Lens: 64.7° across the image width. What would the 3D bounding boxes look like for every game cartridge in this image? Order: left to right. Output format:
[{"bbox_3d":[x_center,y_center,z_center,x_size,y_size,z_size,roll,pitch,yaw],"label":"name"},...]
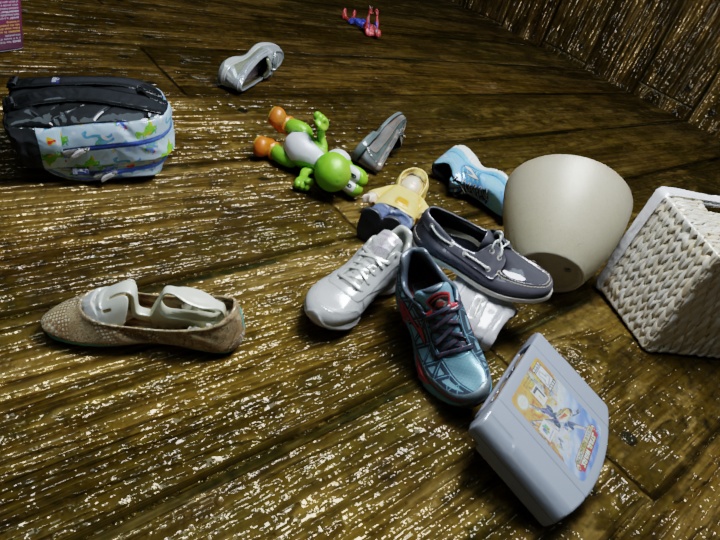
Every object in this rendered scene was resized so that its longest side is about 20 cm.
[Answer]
[{"bbox_3d":[0.200,0.162,0.606,0.133,0.042,0.199,45,39,9],"label":"game cartridge"}]

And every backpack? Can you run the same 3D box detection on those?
[{"bbox_3d":[-0.359,-0.200,0.786,0.197,0.156,0.164,-20,44,-14],"label":"backpack"}]

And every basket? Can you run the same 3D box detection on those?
[{"bbox_3d":[0.511,0.007,0.863,0.194,0.202,0.162,7,38,-17],"label":"basket"}]

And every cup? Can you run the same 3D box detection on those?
[{"bbox_3d":[0.304,-0.055,0.878,0.197,0.201,0.145,22,61,4],"label":"cup"}]

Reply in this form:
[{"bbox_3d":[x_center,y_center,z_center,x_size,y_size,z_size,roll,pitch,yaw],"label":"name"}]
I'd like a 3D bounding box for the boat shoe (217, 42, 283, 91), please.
[{"bbox_3d":[-0.223,-0.433,1.222,0.064,0.075,0.202,32,40,9],"label":"boat shoe"}]

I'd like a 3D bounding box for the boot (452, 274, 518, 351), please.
[{"bbox_3d":[0.174,0.034,0.785,0.095,0.074,0.200,34,45,11],"label":"boot"}]

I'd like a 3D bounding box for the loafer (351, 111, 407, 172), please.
[{"bbox_3d":[0.049,-0.247,1.114,0.063,0.072,0.200,42,43,-1],"label":"loafer"}]

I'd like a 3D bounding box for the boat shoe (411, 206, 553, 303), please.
[{"bbox_3d":[0.160,-0.022,0.735,0.197,0.063,0.073,25,44,11],"label":"boat shoe"}]

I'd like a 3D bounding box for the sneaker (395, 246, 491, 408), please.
[{"bbox_3d":[0.084,0.059,0.645,0.078,0.096,0.202,-22,55,-6],"label":"sneaker"}]

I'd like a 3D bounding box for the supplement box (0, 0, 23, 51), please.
[{"bbox_3d":[-0.668,-0.497,0.971,0.129,0.202,0.103,28,35,14],"label":"supplement box"}]

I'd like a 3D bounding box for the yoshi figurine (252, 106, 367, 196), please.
[{"bbox_3d":[-0.081,-0.189,0.932,0.198,0.113,0.112,31,51,12],"label":"yoshi figurine"}]

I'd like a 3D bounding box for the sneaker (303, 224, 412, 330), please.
[{"bbox_3d":[0.000,0.000,0.707,0.074,0.101,0.199,33,38,17],"label":"sneaker"}]

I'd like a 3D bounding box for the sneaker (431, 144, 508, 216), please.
[{"bbox_3d":[0.208,-0.156,1.068,0.089,0.079,0.200,-25,48,-22],"label":"sneaker"}]

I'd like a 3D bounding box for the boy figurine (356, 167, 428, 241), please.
[{"bbox_3d":[0.068,-0.103,0.916,0.123,0.065,0.200,25,38,12],"label":"boy figurine"}]

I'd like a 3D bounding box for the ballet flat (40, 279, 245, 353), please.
[{"bbox_3d":[-0.214,0.040,0.576,0.196,0.066,0.071,5,37,-20],"label":"ballet flat"}]

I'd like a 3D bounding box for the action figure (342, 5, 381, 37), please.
[{"bbox_3d":[0.017,-0.842,1.881,0.064,0.100,0.201,-10,46,-34],"label":"action figure"}]
